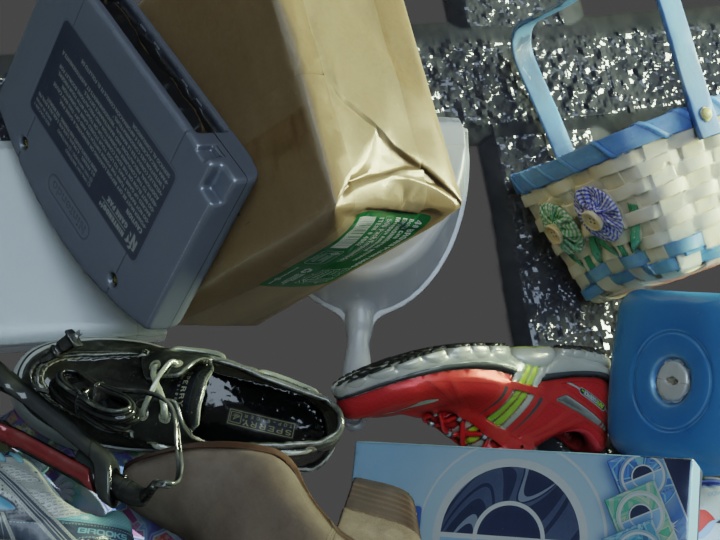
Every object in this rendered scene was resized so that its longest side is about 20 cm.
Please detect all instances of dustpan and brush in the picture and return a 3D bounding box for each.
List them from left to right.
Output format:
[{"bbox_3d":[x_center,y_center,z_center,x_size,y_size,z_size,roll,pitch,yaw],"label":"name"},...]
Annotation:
[{"bbox_3d":[0.000,0.000,0.973,0.138,0.057,0.202,3,64,0],"label":"dustpan and brush"}]

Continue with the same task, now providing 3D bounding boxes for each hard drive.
[{"bbox_3d":[-0.224,-0.015,0.933,0.197,0.026,0.134,-3,72,-15],"label":"hard drive"}]

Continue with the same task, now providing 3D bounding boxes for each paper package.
[{"bbox_3d":[-0.060,-0.083,0.891,0.103,0.199,0.193,-5,73,-43],"label":"paper package"}]

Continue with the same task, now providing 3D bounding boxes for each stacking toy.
[{"bbox_3d":[0.258,0.076,0.972,0.198,0.115,0.111,7,87,-42],"label":"stacking toy"}]

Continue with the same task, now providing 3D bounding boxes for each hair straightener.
[{"bbox_3d":[-0.175,0.067,0.843,0.198,0.041,0.078,25,81,25],"label":"hair straightener"}]

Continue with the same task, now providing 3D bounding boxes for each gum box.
[{"bbox_3d":[0.086,0.188,0.847,0.197,0.045,0.172,1,74,20],"label":"gum box"}]

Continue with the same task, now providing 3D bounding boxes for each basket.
[{"bbox_3d":[0.174,-0.091,0.974,0.138,0.176,0.202,-16,85,-22],"label":"basket"}]

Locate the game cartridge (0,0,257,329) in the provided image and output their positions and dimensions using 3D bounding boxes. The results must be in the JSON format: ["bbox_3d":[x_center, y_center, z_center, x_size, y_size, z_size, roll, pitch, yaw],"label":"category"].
[{"bbox_3d":[-0.142,-0.071,0.877,0.041,0.134,0.201,-10,52,-41],"label":"game cartridge"}]

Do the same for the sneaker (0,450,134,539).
[{"bbox_3d":[-0.220,0.137,0.848,0.198,0.078,0.087,28,49,-5],"label":"sneaker"}]

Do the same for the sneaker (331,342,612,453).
[{"bbox_3d":[0.077,0.089,0.933,0.198,0.077,0.086,2,82,-26],"label":"sneaker"}]

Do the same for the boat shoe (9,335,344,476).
[{"bbox_3d":[-0.106,0.074,0.890,0.197,0.064,0.072,10,69,-9],"label":"boat shoe"}]

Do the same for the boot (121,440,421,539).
[{"bbox_3d":[-0.056,0.170,0.812,0.197,0.071,0.147,2,40,14],"label":"boot"}]

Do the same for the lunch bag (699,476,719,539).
[{"bbox_3d":[0.158,0.206,0.924,0.197,0.076,0.162,-6,71,-15],"label":"lunch bag"}]

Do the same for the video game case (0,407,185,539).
[{"bbox_3d":[-0.188,0.154,0.887,0.199,0.018,0.144,-30,80,-21],"label":"video game case"}]
